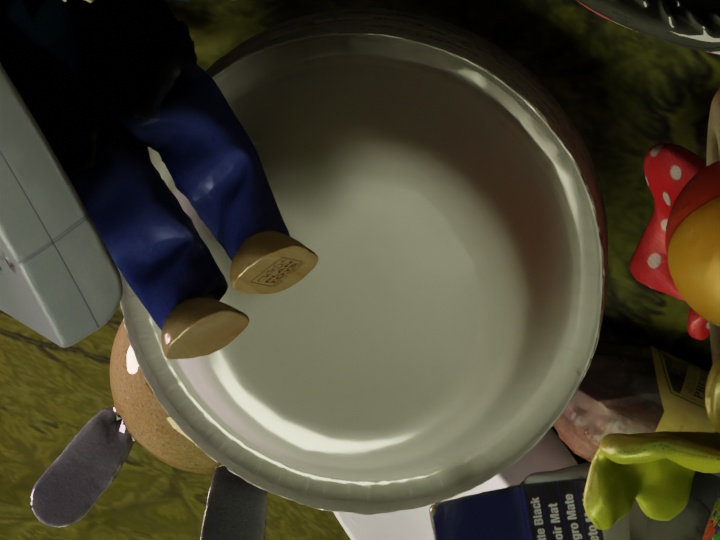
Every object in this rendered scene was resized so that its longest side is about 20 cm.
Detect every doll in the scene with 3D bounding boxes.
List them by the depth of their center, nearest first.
[{"bbox_3d":[-0.090,-0.071,1.053,0.136,0.200,0.048,-42,160,23],"label":"doll"}]

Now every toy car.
[{"bbox_3d":[-0.060,0.044,1.245,0.164,0.201,0.158,18,159,12],"label":"toy car"}]

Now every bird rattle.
[{"bbox_3d":[0.150,0.001,1.019,0.112,0.201,0.163,7,142,7],"label":"bird rattle"}]

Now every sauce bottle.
[{"bbox_3d":[0.142,0.072,1.291,0.199,0.066,0.066,24,154,-2],"label":"sauce bottle"}]

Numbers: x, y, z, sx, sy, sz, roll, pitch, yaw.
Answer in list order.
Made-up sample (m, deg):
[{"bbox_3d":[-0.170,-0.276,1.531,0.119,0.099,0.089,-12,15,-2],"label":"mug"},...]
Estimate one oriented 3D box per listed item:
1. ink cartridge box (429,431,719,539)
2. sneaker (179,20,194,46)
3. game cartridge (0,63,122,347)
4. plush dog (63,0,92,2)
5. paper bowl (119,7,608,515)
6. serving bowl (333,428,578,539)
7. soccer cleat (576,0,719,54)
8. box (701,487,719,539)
[{"bbox_3d":[0.135,0.172,1.146,0.199,0.201,0.041,-11,-179,-33],"label":"ink cartridge box"},{"bbox_3d":[-0.169,-0.072,1.207,0.199,0.072,0.073,-15,148,-4],"label":"sneaker"},{"bbox_3d":[-0.159,-0.067,1.003,0.200,0.041,0.133,60,168,-21],"label":"game cartridge"},{"bbox_3d":[-0.080,-0.173,0.983,0.172,0.161,0.200,30,-174,-44],"label":"plush dog"},{"bbox_3d":[0.000,0.000,1.110,0.200,0.201,0.104,25,-164,-2],"label":"paper bowl"},{"bbox_3d":[0.059,0.112,1.400,0.200,0.066,0.200,38,152,25],"label":"serving bowl"},{"bbox_3d":[0.162,-0.089,0.981,0.199,0.068,0.073,13,156,17],"label":"soccer cleat"},{"bbox_3d":[0.258,0.076,1.057,0.200,0.193,0.122,-10,139,48],"label":"box"}]
